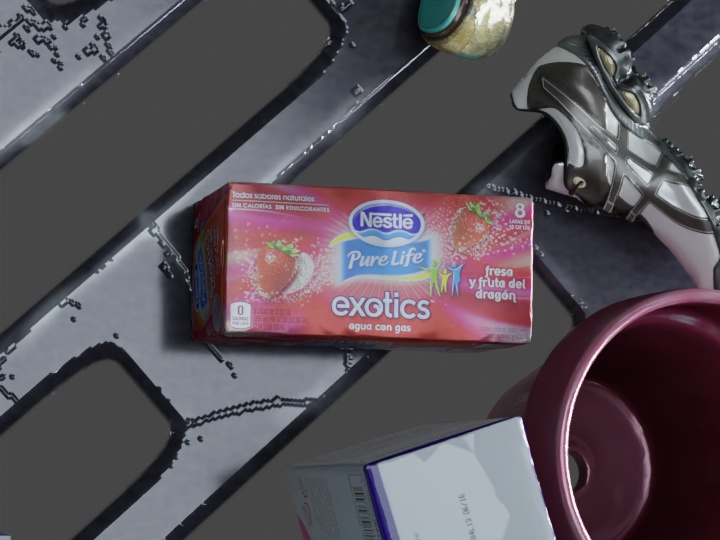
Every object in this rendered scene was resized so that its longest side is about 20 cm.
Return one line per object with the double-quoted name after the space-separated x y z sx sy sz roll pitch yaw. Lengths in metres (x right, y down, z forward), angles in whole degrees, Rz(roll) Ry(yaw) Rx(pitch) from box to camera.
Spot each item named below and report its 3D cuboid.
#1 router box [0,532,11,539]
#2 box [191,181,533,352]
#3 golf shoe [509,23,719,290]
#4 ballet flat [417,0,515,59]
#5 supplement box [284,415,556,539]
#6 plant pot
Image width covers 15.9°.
-0.309 0.240 1.501 0.200 0.049 0.180 4 89 -25 "router box"
0.000 0.000 1.607 0.200 0.100 0.096 2 84 -15 "box"
0.173 -0.059 1.685 0.094 0.078 0.200 -31 92 1 "golf shoe"
0.088 -0.232 1.678 0.071 0.071 0.200 16 80 -14 "ballet flat"
0.035 0.151 1.552 0.103 0.200 0.101 -17 91 -18 "supplement box"
0.167 0.117 1.594 0.200 0.179 0.200 3 83 -24 "plant pot"
